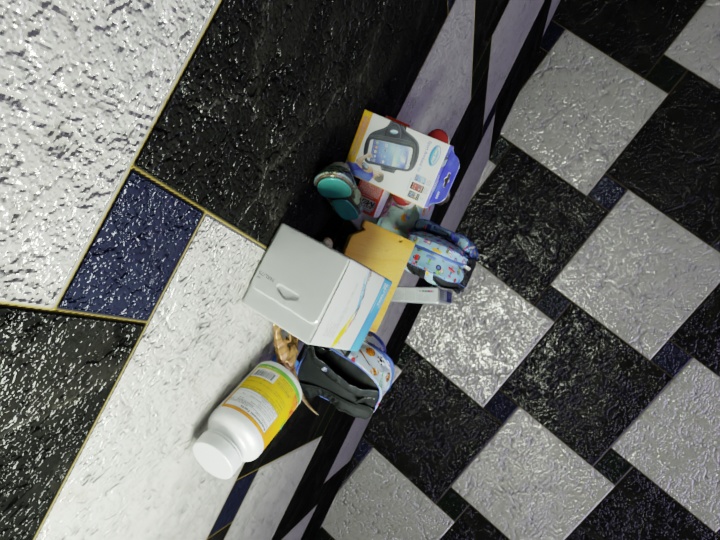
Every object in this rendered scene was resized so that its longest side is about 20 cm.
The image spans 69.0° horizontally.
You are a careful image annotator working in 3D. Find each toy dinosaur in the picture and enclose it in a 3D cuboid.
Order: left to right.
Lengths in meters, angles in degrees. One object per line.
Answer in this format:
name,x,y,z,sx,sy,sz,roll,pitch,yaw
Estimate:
toy dinosaur,-0.142,0.178,1.019,0.106,0.060,0.202,-107,177,-74

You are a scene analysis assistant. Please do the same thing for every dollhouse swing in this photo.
dollhouse swing,0.000,0.000,1.120,0.202,0.181,0.176,-66,-153,4

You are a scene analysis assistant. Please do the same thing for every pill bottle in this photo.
pill bottle,-0.200,0.265,0.935,0.200,0.110,0.112,-48,158,-49

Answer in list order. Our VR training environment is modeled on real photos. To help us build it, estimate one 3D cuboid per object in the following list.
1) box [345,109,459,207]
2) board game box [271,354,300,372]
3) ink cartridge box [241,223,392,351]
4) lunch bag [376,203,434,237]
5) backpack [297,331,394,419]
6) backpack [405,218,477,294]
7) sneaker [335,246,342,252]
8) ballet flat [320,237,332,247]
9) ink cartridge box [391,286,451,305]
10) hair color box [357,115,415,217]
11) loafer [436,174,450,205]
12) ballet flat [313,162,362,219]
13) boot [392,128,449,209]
box,0.075,-0.199,0.950,0.041,0.199,0.120,-14,129,-65
board game box,-0.178,0.267,1.153,0.153,0.045,0.200,-61,166,-14
ink cartridge box,-0.066,0.036,0.887,0.147,0.146,0.200,-63,156,0
lunch bag,0.130,-0.174,1.364,0.171,0.121,0.201,-52,167,-39
backpack,-0.025,0.209,1.105,0.154,0.190,0.201,-41,160,-39
backpack,0.174,-0.038,1.239,0.200,0.182,0.136,12,104,-65
sneaker,-0.035,0.012,1.207,0.091,0.076,0.200,-57,156,-2
ballet flat,-0.082,0.022,1.056,0.066,0.056,0.201,-43,154,-55
ink cartridge box,0.116,0.062,1.309,0.196,0.198,0.044,14,79,-72
hair color box,0.055,-0.218,1.129,0.201,0.064,0.111,-67,167,13
loafer,0.225,-0.272,1.449,0.076,0.068,0.202,113,-26,-61
ballet flat,-0.037,-0.153,0.930,0.075,0.074,0.200,-62,168,-10
boot,0.129,-0.239,1.099,0.201,0.072,0.144,-59,165,-13
